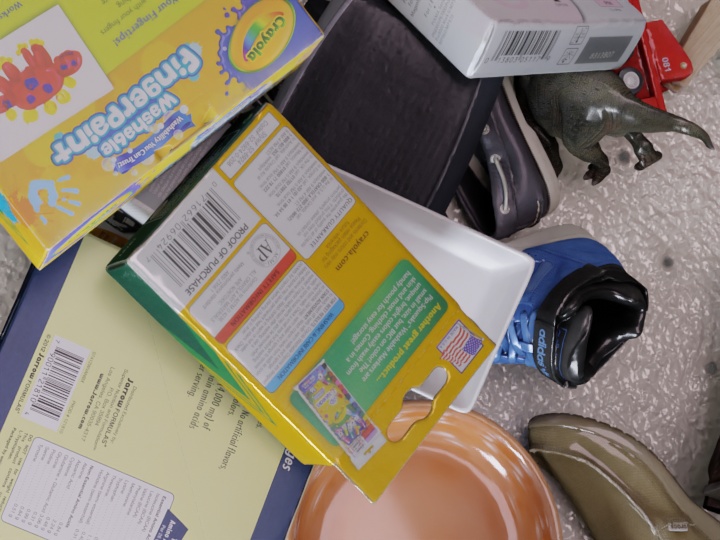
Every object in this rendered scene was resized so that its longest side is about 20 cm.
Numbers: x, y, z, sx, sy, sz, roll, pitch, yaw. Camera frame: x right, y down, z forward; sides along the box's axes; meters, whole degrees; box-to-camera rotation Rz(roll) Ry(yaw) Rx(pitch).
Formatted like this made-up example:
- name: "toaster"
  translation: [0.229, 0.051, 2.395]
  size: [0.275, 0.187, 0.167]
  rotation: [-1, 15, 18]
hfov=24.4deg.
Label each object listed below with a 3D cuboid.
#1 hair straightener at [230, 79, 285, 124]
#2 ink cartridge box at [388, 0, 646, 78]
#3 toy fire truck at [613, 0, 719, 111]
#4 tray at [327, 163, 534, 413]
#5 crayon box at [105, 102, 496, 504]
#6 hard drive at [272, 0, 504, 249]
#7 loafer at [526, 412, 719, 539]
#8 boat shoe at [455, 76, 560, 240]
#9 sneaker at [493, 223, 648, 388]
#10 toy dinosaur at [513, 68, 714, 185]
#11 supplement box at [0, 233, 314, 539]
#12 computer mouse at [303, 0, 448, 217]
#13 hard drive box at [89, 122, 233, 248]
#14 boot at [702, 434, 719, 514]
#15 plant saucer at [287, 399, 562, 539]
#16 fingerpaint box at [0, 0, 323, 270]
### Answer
- name: "hair straightener"
  translation: [-0.055, -0.114, 1.125]
  size: [0.077, 0.041, 0.201]
  rotation: [-36, 86, 7]
- name: "ink cartridge box"
  translation: [0.070, -0.204, 1.093]
  size: [0.161, 0.057, 0.200]
  rotation: [-10, 52, -45]
- name: "toy fire truck"
  translation: [0.237, -0.161, 1.221]
  size: [0.139, 0.049, 0.202]
  rotation: [-11, 84, -19]
- name: "tray"
  translation: [0.000, 0.000, 1.044]
  size: [0.198, 0.022, 0.108]
  rotation: [25, 98, 3]
- name: "crayon box"
  translation: [-0.032, 0.021, 0.960]
  size: [0.200, 0.051, 0.126]
  rotation: [46, 70, -14]
- name: "hard drive"
  translation: [-0.001, -0.075, 1.072]
  size: [0.134, 0.042, 0.202]
  rotation: [28, 95, 3]
- name: "loafer"
  translation: [0.189, 0.172, 1.141]
  size: [0.199, 0.076, 0.068]
  rotation: [38, 67, -8]
- name: "boat shoe"
  translation: [0.065, -0.113, 1.147]
  size: [0.062, 0.072, 0.201]
  rotation: [-35, 97, -29]
- name: "sneaker"
  translation: [0.098, 0.038, 1.107]
  size: [0.198, 0.111, 0.078]
  rotation: [-18, 123, -20]
- name: "toy dinosaur"
  translation: [0.150, -0.111, 1.144]
  size: [0.077, 0.200, 0.102]
  rotation: [-45, 134, -7]
- name: "supplement box"
  translation: [-0.140, 0.108, 1.019]
  size: [0.198, 0.134, 0.202]
  rotation: [25, 76, -12]
- name: "computer mouse"
  translation: [0.021, -0.099, 1.130]
  size: [0.034, 0.059, 0.201]
  rotation: [-30, 103, 11]
- name: "hard drive box"
  translation: [-0.190, -0.094, 1.024]
  size: [0.199, 0.156, 0.077]
  rotation: [33, 74, -9]
- name: "boot"
  translation: [0.283, 0.065, 1.135]
  size: [0.063, 0.186, 0.202]
  rotation: [16, 80, 1]
- name: "plant saucer"
  translation: [0.039, 0.189, 1.113]
  size: [0.198, 0.037, 0.203]
  rotation: [3, 81, -18]
- name: "fingerpaint box"
  translation: [-0.150, -0.129, 0.922]
  size: [0.200, 0.073, 0.167]
  rotation: [-40, 94, -18]
